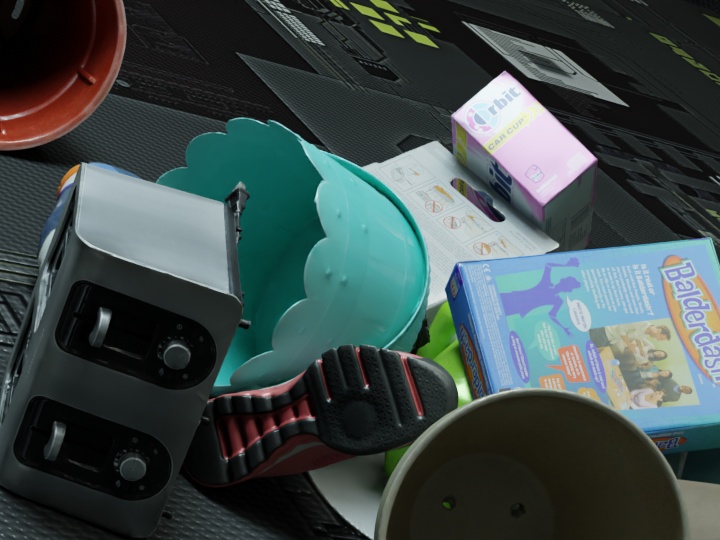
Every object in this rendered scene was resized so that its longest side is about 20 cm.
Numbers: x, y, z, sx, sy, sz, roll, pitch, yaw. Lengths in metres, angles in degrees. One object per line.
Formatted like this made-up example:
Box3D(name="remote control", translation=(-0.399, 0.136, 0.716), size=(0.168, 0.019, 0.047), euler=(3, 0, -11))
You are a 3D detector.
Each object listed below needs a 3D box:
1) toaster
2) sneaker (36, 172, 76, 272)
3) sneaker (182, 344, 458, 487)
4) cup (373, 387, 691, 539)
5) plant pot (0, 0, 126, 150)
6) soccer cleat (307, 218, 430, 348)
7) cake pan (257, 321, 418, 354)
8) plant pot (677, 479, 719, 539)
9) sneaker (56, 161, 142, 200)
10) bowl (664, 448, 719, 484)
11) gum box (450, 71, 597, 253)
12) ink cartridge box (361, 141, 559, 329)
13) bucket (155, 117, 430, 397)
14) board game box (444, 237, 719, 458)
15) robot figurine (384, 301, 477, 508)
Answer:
Box3D(name="toaster", translation=(-0.152, 0.041, 1.350), size=(0.119, 0.181, 0.200), euler=(19, 20, -13))
Box3D(name="sneaker", translation=(-0.149, 0.007, 1.600), size=(0.200, 0.081, 0.147), euler=(18, 39, -11))
Box3D(name="sneaker", translation=(-0.022, 0.096, 1.414), size=(0.200, 0.074, 0.087), euler=(-14, -9, 22))
Box3D(name="cup", translation=(0.094, 0.173, 1.348), size=(0.200, 0.201, 0.143), euler=(22, -5, -10))
Box3D(name="plant pot", translation=(-0.332, -0.230, 1.861), size=(0.201, 0.201, 0.195), euler=(15, 13, -29))
Box3D(name="soccer cleat", translation=(0.000, 0.000, 1.594), size=(0.073, 0.068, 0.200), euler=(-14, 36, -9))
Box3D(name="cake pan", translation=(-0.008, 0.069, 1.683), size=(0.200, 0.037, 0.200), euler=(22, 19, -8))
Box3D(name="plant pot", translation=(0.242, 0.222, 1.400), size=(0.200, 0.201, 0.175), euler=(8, 9, -41))
Box3D(name="sneaker", translation=(-0.153, -0.024, 1.720), size=(0.200, 0.075, 0.078), euler=(12, 30, -14))
Box3D(name="bowl", translation=(0.246, 0.143, 1.619), size=(0.105, 0.201, 0.201), euler=(15, 10, 35))
Box3D(name="gum box", translation=(0.141, -0.073, 1.822), size=(0.114, 0.066, 0.200), euler=(46, -13, 18))
Box3D(name="ink cartridge box", translation=(0.037, -0.020, 1.718), size=(0.200, 0.050, 0.161), euler=(-22, 53, -38))
Box3D(name="bucket", translation=(-0.057, 0.006, 1.504), size=(0.135, 0.207, 0.207), euler=(24, 15, -43))
Box3D(name="board game box", translation=(0.175, 0.059, 1.495), size=(0.200, 0.045, 0.152), euler=(-5, 61, -15))
Box3D(name="robot figurine", translation=(0.108, 0.096, 1.554), size=(0.175, 0.116, 0.200), euler=(37, 59, 27))
